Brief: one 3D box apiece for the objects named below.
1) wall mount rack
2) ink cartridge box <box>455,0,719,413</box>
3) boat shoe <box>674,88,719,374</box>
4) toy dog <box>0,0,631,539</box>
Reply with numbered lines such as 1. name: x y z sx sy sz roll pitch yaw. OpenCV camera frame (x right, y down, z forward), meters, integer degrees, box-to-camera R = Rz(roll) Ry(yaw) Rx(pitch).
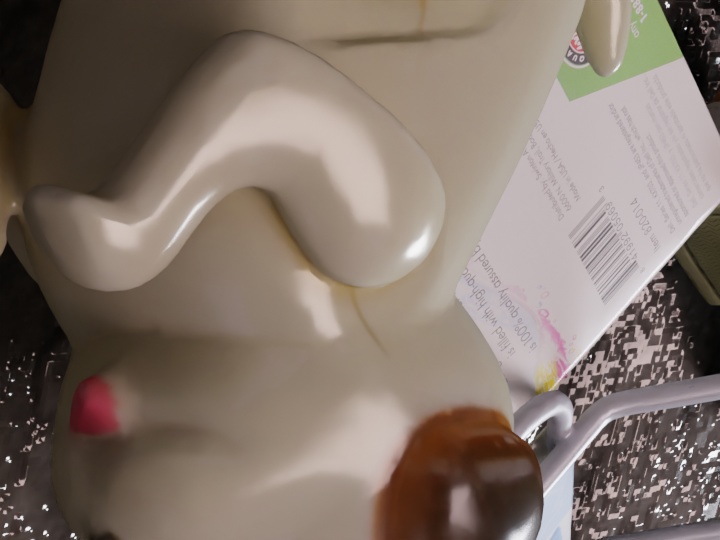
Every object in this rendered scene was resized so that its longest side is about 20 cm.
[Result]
1. wall mount rack: 0.079 0.086 0.855 0.174 0.075 0.200 -47 162 -18
2. ink cartridge box: 0.000 0.000 0.787 0.200 0.067 0.117 -47 136 -16
3. boat shoe: 0.147 0.001 0.923 0.200 0.075 0.068 60 46 -59
4. toy dog: -0.020 -0.016 0.665 0.194 0.139 0.200 12 79 -53
